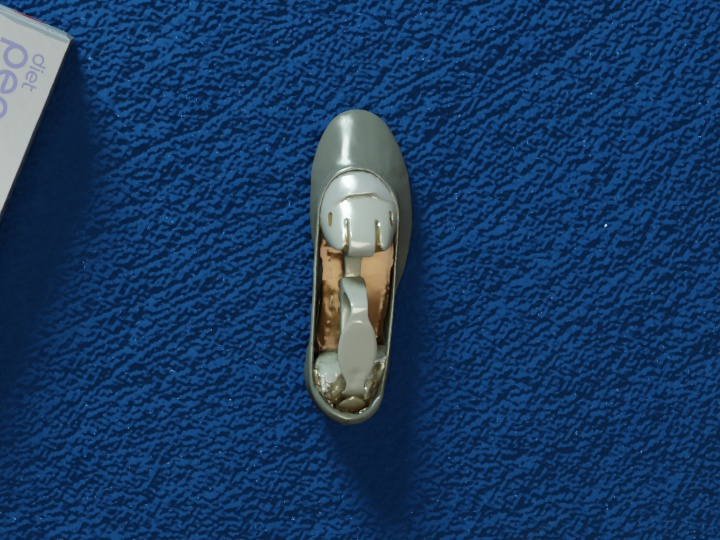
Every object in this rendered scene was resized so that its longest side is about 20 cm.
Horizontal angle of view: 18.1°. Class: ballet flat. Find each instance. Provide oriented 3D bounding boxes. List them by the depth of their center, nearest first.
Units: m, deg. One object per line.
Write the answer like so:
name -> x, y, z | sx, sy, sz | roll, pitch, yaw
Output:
ballet flat -> 0.000, 0.000, 1.435 | 0.067, 0.064, 0.202 | 3, 97, -6

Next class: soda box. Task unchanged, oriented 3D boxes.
soda box -> -0.246, -0.065, 1.401 | 0.068, 0.063, 0.201 | 23, 95, -8
